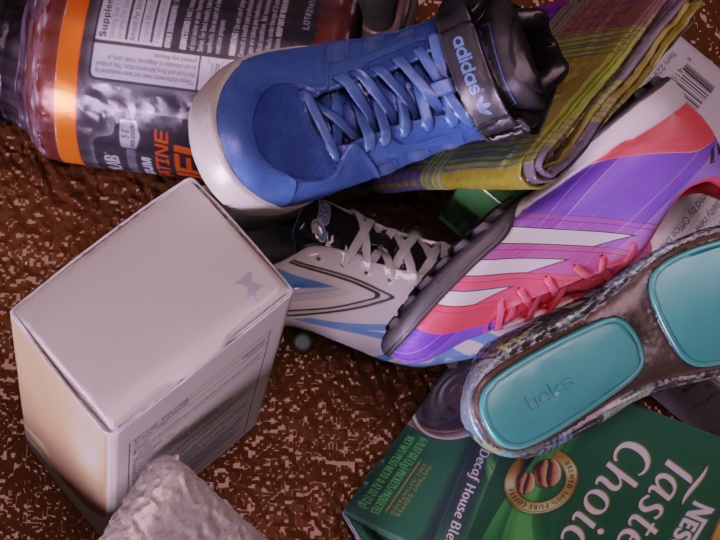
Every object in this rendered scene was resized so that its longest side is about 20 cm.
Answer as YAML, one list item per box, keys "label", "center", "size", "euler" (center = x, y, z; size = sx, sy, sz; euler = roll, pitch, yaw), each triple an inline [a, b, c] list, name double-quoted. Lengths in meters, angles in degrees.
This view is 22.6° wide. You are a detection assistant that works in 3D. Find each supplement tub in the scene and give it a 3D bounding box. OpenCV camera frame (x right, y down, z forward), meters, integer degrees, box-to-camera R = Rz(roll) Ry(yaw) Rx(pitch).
- label: "supplement tub"
  center: [-0.102, -0.102, 0.926]
  size: [0.199, 0.107, 0.107]
  euler: [7, 70, 3]

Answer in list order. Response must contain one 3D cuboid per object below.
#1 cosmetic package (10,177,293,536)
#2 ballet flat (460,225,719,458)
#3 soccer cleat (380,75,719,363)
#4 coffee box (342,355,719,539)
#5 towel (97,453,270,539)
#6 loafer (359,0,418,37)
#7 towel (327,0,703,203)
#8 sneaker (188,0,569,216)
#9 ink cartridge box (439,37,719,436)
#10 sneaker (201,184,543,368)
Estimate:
- label: "cosmetic package"
  center: [-0.098, 0.048, 0.830]
  size: [0.105, 0.200, 0.071]
  euler: [-38, 78, -21]
- label: "ballet flat"
  center: [0.136, 0.028, 0.877]
  size: [0.199, 0.074, 0.074]
  euler: [-21, 77, -8]
- label: "soccer cleat"
  center: [0.098, -0.011, 0.883]
  size: [0.200, 0.068, 0.073]
  euler: [-40, 90, -12]
- label: "coffee box"
  center: [0.105, 0.117, 0.878]
  size: [0.200, 0.044, 0.123]
  euler: [22, 63, 35]
- label: "towel"
  center: [-0.066, 0.188, 0.828]
  size: [0.200, 0.034, 0.133]
  euler: [48, 64, -34]
- label: "loafer"
  center: [0.013, -0.199, 1.011]
  size: [0.072, 0.063, 0.201]
  euler: [5, 71, -9]
- label: "towel"
  center: [0.072, -0.087, 0.925]
  size: [0.023, 0.200, 0.144]
  euler: [50, 65, -22]
- label: "sneaker"
  center: [0.018, -0.081, 0.805]
  size: [0.200, 0.111, 0.077]
  euler: [-17, 87, -53]
- label: "ink cartridge box"
  center: [0.166, -0.026, 0.972]
  size: [0.200, 0.084, 0.146]
  euler: [41, 71, 4]
- label: "sneaker"
  center: [0.000, 0.000, 0.924]
  size: [0.199, 0.073, 0.072]
  euler: [8, 45, -2]
